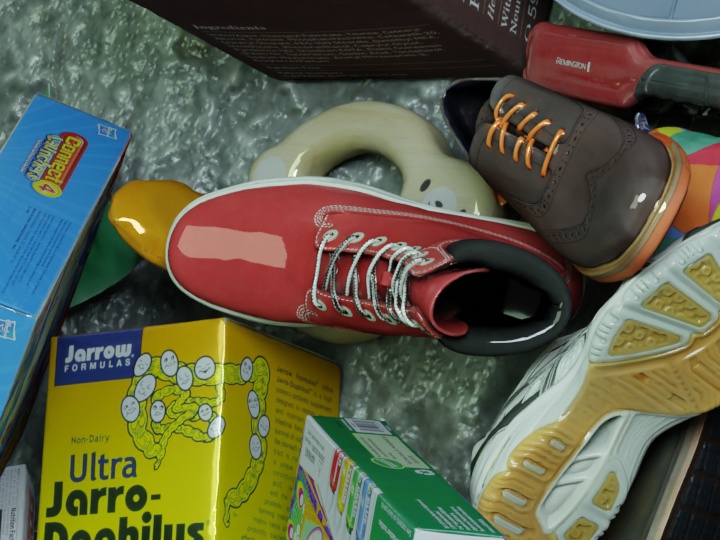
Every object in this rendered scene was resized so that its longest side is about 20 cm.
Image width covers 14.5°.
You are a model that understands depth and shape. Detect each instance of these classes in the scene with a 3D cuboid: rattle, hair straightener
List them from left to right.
[{"bbox_3d":[0.003,-0.047,1.383,0.200,0.143,0.130,-10,53,36],"label":"rattle"},{"bbox_3d":[0.164,-0.092,1.324,0.200,0.077,0.041,8,92,56],"label":"hair straightener"}]

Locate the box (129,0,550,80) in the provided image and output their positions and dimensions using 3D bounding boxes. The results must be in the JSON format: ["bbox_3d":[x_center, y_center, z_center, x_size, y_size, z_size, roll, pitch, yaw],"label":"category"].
[{"bbox_3d":[-0.016,-0.198,1.396,0.164,0.200,0.166,2,78,32],"label":"box"}]

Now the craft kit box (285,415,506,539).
[{"bbox_3d":[0.001,0.182,1.239,0.200,0.048,0.198,-144,60,-73],"label":"craft kit box"}]

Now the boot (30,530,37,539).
[{"bbox_3d":[-0.212,0.221,1.435,0.077,0.138,0.200,2,76,33],"label":"boot"}]

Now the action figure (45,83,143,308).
[{"bbox_3d":[-0.201,0.007,1.540,0.200,0.055,0.118,-41,60,24],"label":"action figure"}]

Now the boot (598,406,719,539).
[{"bbox_3d":[0.106,0.132,1.303,0.097,0.075,0.200,17,87,31],"label":"boot"}]

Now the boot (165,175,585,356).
[{"bbox_3d":[0.000,0.000,1.290,0.200,0.144,0.072,6,96,8],"label":"boot"}]

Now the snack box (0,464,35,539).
[{"bbox_3d":[-0.204,0.173,1.422,0.072,0.024,0.200,-9,36,2],"label":"snack box"}]

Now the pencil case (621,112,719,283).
[{"bbox_3d":[0.210,-0.023,1.279,0.200,0.088,0.088,8,81,33],"label":"pencil case"}]

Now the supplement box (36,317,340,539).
[{"bbox_3d":[-0.086,0.135,1.399,0.109,0.110,0.200,-7,72,30],"label":"supplement box"}]

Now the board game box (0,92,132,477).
[{"bbox_3d":[-0.188,0.043,1.396,0.056,0.200,0.196,22,120,-2],"label":"board game box"}]

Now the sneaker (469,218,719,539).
[{"bbox_3d":[0.116,0.039,1.264,0.200,0.076,0.088,-46,19,12],"label":"sneaker"}]

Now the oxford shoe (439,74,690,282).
[{"bbox_3d":[0.086,-0.046,1.267,0.071,0.073,0.200,-62,20,2],"label":"oxford shoe"}]

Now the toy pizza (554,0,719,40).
[{"bbox_3d":[0.170,-0.185,1.354,0.200,0.032,0.200,-9,54,13],"label":"toy pizza"}]
